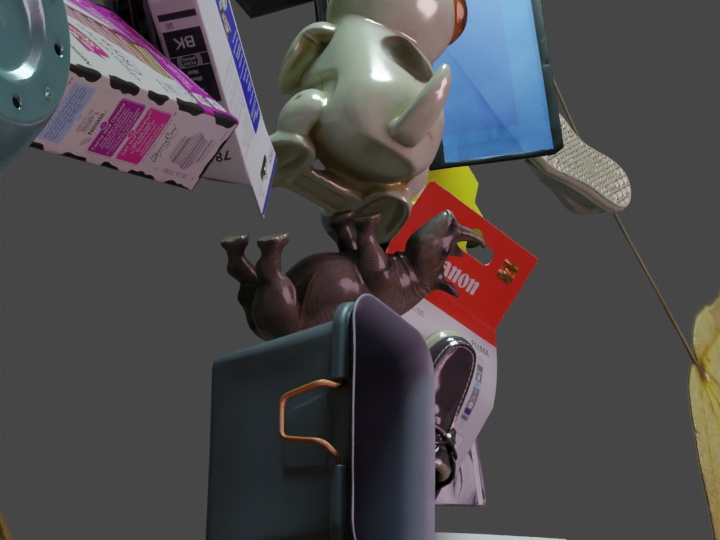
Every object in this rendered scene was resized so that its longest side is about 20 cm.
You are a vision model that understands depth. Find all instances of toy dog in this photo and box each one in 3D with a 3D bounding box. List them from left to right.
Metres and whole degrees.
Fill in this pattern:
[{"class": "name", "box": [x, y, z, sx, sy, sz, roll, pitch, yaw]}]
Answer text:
[{"class": "toy dog", "box": [0.007, -0.156, 1.694, 0.139, 0.194, 0.201, 23, 57, -15]}]

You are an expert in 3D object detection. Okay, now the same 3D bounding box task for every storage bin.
[{"class": "storage bin", "box": [-0.037, 0.131, 1.550, 0.146, 0.134, 0.201, 38, 45, -53]}]

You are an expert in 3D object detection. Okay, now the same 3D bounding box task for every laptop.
[{"class": "laptop", "box": [0.063, -0.187, 1.871, 0.200, 0.103, 0.178, 23, 52, -45]}]

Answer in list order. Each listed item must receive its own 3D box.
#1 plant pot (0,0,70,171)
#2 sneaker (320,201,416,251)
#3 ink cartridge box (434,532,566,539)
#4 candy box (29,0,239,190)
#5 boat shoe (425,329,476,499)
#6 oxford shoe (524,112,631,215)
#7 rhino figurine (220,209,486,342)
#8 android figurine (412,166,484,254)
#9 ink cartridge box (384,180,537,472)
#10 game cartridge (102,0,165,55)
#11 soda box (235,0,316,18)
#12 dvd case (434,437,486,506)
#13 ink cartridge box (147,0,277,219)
[{"class": "plant pot", "box": [-0.255, -0.121, 1.185, 0.200, 0.160, 0.201, 35, 49, -54]}, {"class": "sneaker", "box": [0.033, 0.000, 1.813, 0.200, 0.078, 0.077, 38, 54, -44]}, {"class": "ink cartridge box", "box": [0.077, 0.315, 1.659, 0.200, 0.144, 0.148, -62, 148, -54]}, {"class": "candy box", "box": [-0.182, -0.124, 1.370, 0.136, 0.061, 0.200, 41, 13, 24]}, {"class": "boat shoe", "box": [0.044, 0.143, 1.693, 0.072, 0.065, 0.200, 37, 78, -41]}, {"class": "oxford shoe", "box": [0.193, -0.113, 2.228, 0.200, 0.058, 0.075, 35, 53, -35]}, {"class": "rhino figurine", "box": [0.000, 0.000, 1.653, 0.060, 0.199, 0.088, -151, -129, -71]}, {"class": "android figurine", "box": [0.061, -0.077, 1.952, 0.200, 0.041, 0.182, 60, 31, -36]}, {"class": "ink cartridge box", "box": [0.062, 0.052, 1.750, 0.160, 0.047, 0.200, 34, 86, -44]}, {"class": "game cartridge", "box": [-0.151, -0.209, 1.543, 0.133, 0.041, 0.201, -15, 95, -84]}, {"class": "soda box", "box": [-0.103, -0.281, 1.679, 0.200, 0.063, 0.071, 47, 40, -46]}, {"class": "dvd case", "box": [0.052, 0.125, 1.870, 0.200, 0.016, 0.149, 14, 66, -62]}, {"class": "ink cartridge box", "box": [-0.104, -0.140, 1.530, 0.100, 0.039, 0.201, -83, 159, -61]}]
